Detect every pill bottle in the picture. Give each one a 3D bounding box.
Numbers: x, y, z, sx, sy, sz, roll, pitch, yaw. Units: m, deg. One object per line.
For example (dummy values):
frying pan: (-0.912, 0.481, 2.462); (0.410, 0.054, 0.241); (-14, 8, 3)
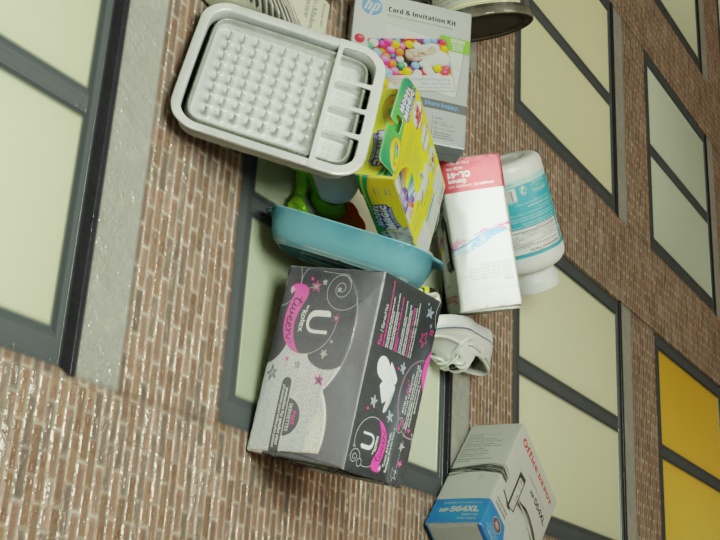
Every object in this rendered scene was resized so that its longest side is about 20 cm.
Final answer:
pill bottle: (0.234, -0.068, 1.663); (0.111, 0.111, 0.200); (-37, 113, -56)

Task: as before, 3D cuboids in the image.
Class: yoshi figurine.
yoshi figurine: (-0.037, -0.110, 1.243); (0.200, 0.112, 0.113); (44, 53, -40)

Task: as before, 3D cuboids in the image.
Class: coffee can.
coffee can: (0.160, -0.442, 1.611); (0.146, 0.146, 0.200); (-3, 84, -58)

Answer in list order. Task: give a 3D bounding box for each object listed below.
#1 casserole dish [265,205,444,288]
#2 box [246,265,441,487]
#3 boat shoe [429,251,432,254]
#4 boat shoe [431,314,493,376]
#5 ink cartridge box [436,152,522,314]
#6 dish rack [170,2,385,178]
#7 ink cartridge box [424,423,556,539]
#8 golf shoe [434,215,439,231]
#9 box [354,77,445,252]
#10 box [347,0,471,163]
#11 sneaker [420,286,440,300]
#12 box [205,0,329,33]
casserole dish: (-0.011, -0.019, 1.194); (0.121, 0.200, 0.039); (58, 50, -79)
box: (-0.017, 0.106, 1.158); (0.115, 0.132, 0.200); (30, 69, -51)
boat shoe: (0.000, 0.000, 1.311); (0.200, 0.060, 0.074); (-23, 143, -40)
boat shoe: (0.125, 0.101, 1.474); (0.200, 0.073, 0.066); (18, 62, -54)
ink cartridge box: (0.149, -0.043, 1.486); (0.148, 0.085, 0.200); (115, -32, -85)
dish rack: (-0.083, -0.177, 1.151); (0.200, 0.044, 0.172); (17, 59, -8)
ink cartridge box: (0.176, 0.318, 1.485); (0.200, 0.084, 0.146); (-54, 126, -49)
golf shoe: (0.072, -0.130, 1.454); (0.088, 0.077, 0.200); (-5, 86, -64)
box: (0.043, -0.103, 1.208); (0.200, 0.048, 0.118); (70, 32, -56)
box: (0.057, -0.242, 1.403); (0.156, 0.041, 0.200); (10, 65, -11)
sneaker: (0.032, 0.075, 1.327); (0.075, 0.076, 0.200); (63, 36, -29)
box: (-0.117, -0.306, 1.199); (0.200, 0.068, 0.082); (39, 50, -47)
